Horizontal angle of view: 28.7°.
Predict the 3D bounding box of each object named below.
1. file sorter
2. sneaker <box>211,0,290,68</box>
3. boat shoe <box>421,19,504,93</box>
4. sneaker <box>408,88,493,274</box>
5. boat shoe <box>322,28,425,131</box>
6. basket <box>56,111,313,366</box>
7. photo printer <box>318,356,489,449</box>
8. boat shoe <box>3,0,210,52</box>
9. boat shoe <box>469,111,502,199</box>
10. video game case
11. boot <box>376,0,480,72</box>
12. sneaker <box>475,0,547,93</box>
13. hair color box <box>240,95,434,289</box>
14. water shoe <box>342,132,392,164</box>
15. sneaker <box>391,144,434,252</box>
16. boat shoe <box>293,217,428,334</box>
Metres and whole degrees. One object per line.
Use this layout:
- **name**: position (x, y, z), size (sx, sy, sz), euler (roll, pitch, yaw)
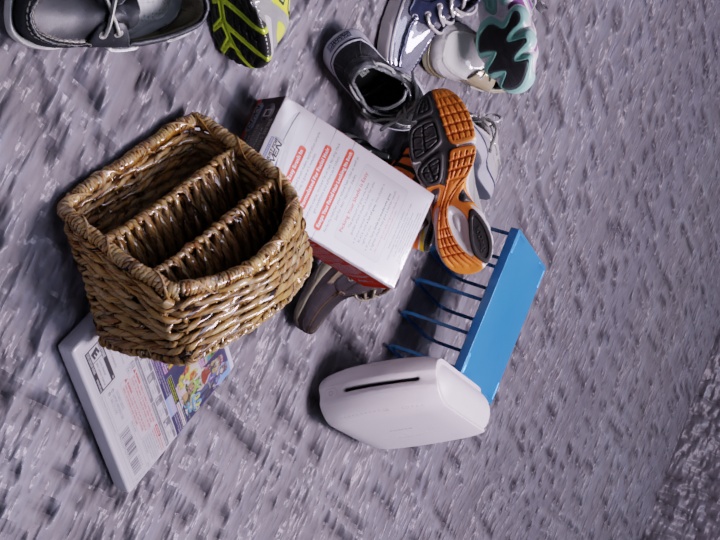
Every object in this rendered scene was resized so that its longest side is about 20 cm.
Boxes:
- **file sorter**: position (0.137, 0.046, 1.833), size (0.201, 0.122, 0.139), euler (-66, 153, -11)
- **sneaker**: position (-0.103, -0.280, 1.262), size (0.201, 0.075, 0.077), euler (90, 23, -50)
- **boat shoe**: position (0.143, -0.260, 1.722), size (0.199, 0.068, 0.075), euler (-1, 107, -61)
- **sneaker**: position (0.095, -0.097, 1.537), size (0.092, 0.075, 0.202), euler (-83, 164, -86)
- **boat shoe**: position (0.031, -0.191, 1.527), size (0.073, 0.068, 0.199), euler (-38, 150, 4)
- **basket**: position (-0.140, -0.031, 1.223), size (0.200, 0.142, 0.150), euler (-40, 128, -43)
- **photo printer**: position (0.051, 0.160, 1.700), size (0.200, 0.165, 0.070), euler (40, 43, -62)
- **boat shoe**: position (-0.197, -0.212, 1.122), size (0.200, 0.060, 0.076), euler (-29, 131, -53)
- **boat shoe**: position (0.147, -0.166, 1.781), size (0.087, 0.074, 0.202), euler (-67, 157, -13)
- **video game case**: position (-0.198, 0.082, 1.338), size (0.183, 0.023, 0.201), euler (-51, 145, -35)
- **boot**: position (0.088, -0.298, 1.573), size (0.073, 0.090, 0.202), euler (19, 89, -63)
- **sneaker**: position (0.191, -0.308, 1.691), size (0.139, 0.077, 0.202), euler (-5, 80, -56)
- **hair color box**: position (-0.034, -0.075, 1.404), size (0.199, 0.064, 0.112), euler (32, 76, -29)
- **water shoe**: position (-0.037, -0.094, 1.473), size (0.200, 0.078, 0.072), euler (-39, 138, -47)
- **sneaker**: position (0.048, -0.110, 1.638), size (0.070, 0.089, 0.201), euler (95, 2, -49)
- **boat shoe**: position (0.000, 0.000, 1.537), size (0.201, 0.073, 0.074), euler (-53, 172, 21)
